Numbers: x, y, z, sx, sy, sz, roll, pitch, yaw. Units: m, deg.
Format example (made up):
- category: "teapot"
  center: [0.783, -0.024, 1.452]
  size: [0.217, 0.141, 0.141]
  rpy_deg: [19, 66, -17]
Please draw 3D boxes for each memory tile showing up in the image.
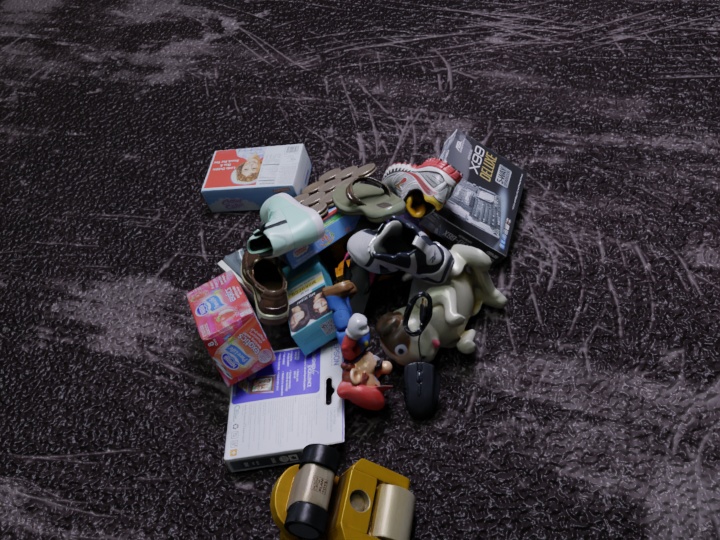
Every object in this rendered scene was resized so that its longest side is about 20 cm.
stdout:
- category: "memory tile"
  center: [-0.070, -0.141, 1.685]
  size: [0.152, 0.017, 0.200]
  rpy_deg: [-2, 32, 47]

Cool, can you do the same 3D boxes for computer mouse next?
- category: "computer mouse"
  center: [0.091, 0.133, 1.371]
  size: [0.057, 0.204, 0.034]
  rpy_deg: [-1, 15, 7]

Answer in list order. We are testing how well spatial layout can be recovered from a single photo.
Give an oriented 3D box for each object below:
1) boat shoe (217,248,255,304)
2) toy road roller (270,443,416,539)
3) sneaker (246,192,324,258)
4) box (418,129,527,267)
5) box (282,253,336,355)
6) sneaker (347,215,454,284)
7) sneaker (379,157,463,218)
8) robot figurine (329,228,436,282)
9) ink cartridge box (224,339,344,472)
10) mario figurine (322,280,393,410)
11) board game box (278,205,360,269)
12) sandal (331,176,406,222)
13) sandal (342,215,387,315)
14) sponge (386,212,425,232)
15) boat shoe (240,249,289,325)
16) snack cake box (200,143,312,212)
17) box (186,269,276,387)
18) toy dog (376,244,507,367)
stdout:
- category: "boat shoe"
  center: [-0.185, 0.020, 1.622]
  size: [0.062, 0.073, 0.199]
  rpy_deg: [-41, 46, -14]
- category: "toy road roller"
  center: [-0.033, 0.346, 1.286]
  size: [0.197, 0.146, 0.124]
  rpy_deg: [24, 51, -12]
- category: "sneaker"
  center: [-0.156, -0.076, 1.543]
  size: [0.117, 0.075, 0.200]
  rpy_deg: [-23, 21, -25]
- category: "box"
  center: [0.199, -0.128, 1.582]
  size: [0.156, 0.050, 0.202]
  rpy_deg: [30, 54, -12]
- category: "box"
  center: [-0.085, 0.051, 1.539]
  size: [0.081, 0.049, 0.201]
  rpy_deg: [-30, 33, 6]
- category: "sneaker"
  center: [0.038, -0.045, 1.401]
  size: [0.197, 0.129, 0.080]
  rpy_deg: [23, 78, 39]
- category: "sneaker"
  center: [0.085, -0.131, 1.500]
  size: [0.083, 0.077, 0.199]
  rpy_deg: [-62, 21, -16]
- category: "robot figurine"
  center: [0.046, -0.043, 1.611]
  size: [0.197, 0.059, 0.146]
  rpy_deg: [-17, 48, 4]
- category: "ink cartridge box"
  center: [-0.115, 0.214, 1.453]
  size: [0.196, 0.044, 0.200]
  rpy_deg: [-11, 48, 11]
- category: "mario figurine"
  center: [0.008, 0.115, 1.404]
  size: [0.105, 0.122, 0.204]
  rpy_deg: [-19, 84, 39]
- category: "board game box"
  center: [-0.097, -0.076, 1.644]
  size: [0.150, 0.037, 0.200]
  rpy_deg: [-34, 21, -12]
- category: "sandal"
  center: [0.015, -0.127, 1.500]
  size: [0.079, 0.058, 0.200]
  rpy_deg: [-29, 23, -19]
- category: "sandal"
  center: [0.000, 0.000, 1.521]
  size: [0.074, 0.045, 0.203]
  rpy_deg: [19, 98, 30]
- category: "sponge"
  center: [0.073, -0.106, 1.596]
  size: [0.110, 0.030, 0.202]
  rpy_deg: [9, 53, 27]
- category: "boat shoe"
  center: [-0.157, 0.006, 1.530]
  size: [0.073, 0.076, 0.203]
  rpy_deg: [-9, 34, -18]
- category: "snack cake box"
  center: [-0.206, -0.183, 1.803]
  size: [0.196, 0.068, 0.116]
  rpy_deg: [-2, 52, 16]
- category: "box"
  center: [-0.219, 0.092, 1.511]
  size: [0.094, 0.101, 0.200]
  rpy_deg: [-27, 26, -7]
- category: "toy dog"
  center: [0.110, 0.062, 1.451]
  size: [0.192, 0.140, 0.201]
  rpy_deg: [24, 63, 33]
